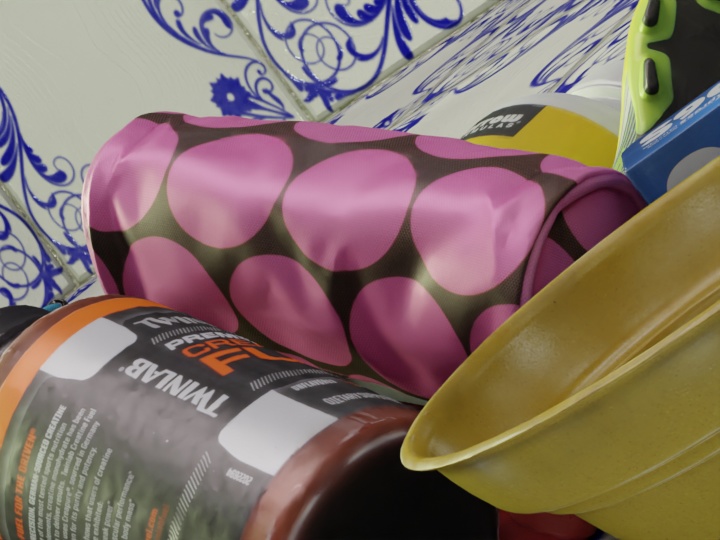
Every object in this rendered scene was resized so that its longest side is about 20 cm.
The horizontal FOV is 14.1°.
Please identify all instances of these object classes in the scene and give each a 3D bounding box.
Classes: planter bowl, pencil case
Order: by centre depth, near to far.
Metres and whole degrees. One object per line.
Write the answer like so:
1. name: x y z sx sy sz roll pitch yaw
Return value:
1. planter bowl: 0.115 0.025 0.816 0.200 0.084 0.200 -37 6 4
2. pencil case: 0.000 0.000 1.004 0.200 0.094 0.091 13 42 36

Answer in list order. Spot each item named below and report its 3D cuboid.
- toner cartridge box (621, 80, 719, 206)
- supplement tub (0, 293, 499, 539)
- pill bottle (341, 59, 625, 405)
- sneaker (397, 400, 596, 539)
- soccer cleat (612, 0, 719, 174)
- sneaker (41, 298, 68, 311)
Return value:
1. toner cartridge box: 0.191 -0.056 0.933 0.200 0.095 0.043 -37 7 9
2. supplement tub: -0.058 0.070 0.948 0.200 0.107 0.107 20 50 42
3. pill bottle: 0.064 0.000 1.137 0.200 0.112 0.112 -43 9 -39
4. sneaker: 0.004 0.103 1.013 0.200 0.078 0.116 14 92 54
5. soccer cleat: 0.120 -0.043 1.065 0.084 0.065 0.200 96 -170 -63
6. sneaker: -0.097 0.050 1.188 0.073 0.082 0.200 6 14 26
